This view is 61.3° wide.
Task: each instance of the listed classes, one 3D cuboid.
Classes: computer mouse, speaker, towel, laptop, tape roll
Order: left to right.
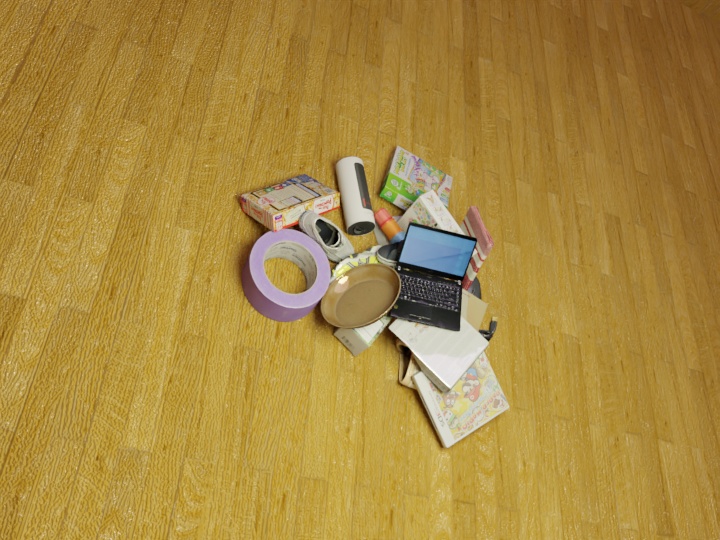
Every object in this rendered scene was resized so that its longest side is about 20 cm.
[{"bbox_3d":[-0.175,0.011,1.430,0.196,0.085,0.204,12,59,-20],"label":"tape roll"},{"bbox_3d":[-0.015,-0.197,1.620,0.080,0.081,0.204,1,64,-25],"label":"speaker"},{"bbox_3d":[0.173,0.016,1.420,0.174,0.104,0.204,13,62,-7],"label":"laptop"},{"bbox_3d":[0.283,-0.048,1.591,0.022,0.202,0.146,1,48,-18],"label":"towel"},{"bbox_3d":[0.319,0.092,1.648,0.138,0.046,0.203,21,57,-13],"label":"computer mouse"}]

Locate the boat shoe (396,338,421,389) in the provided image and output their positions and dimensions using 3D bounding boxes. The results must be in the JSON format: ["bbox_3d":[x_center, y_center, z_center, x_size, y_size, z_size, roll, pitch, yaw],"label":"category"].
[{"bbox_3d":[0.122,0.186,1.487,0.068,0.074,0.204,13,60,-25],"label":"boat shoe"}]

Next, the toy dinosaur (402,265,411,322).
[{"bbox_3d":[0.135,0.088,1.485,0.099,0.058,0.204,0,75,-24],"label":"toy dinosaur"}]

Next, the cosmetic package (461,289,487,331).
[{"bbox_3d":[0.237,0.154,1.539,0.104,0.071,0.203,29,66,-10],"label":"cosmetic package"}]

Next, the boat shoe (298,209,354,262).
[{"bbox_3d":[-0.071,-0.072,1.484,0.199,0.065,0.074,36,82,-44],"label":"boat shoe"}]

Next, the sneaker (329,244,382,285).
[{"bbox_3d":[0.000,0.000,1.526,0.198,0.076,0.077,-26,77,-32],"label":"sneaker"}]

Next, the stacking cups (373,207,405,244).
[{"bbox_3d":[0.108,-0.077,1.587,0.060,0.061,0.202,-27,79,-34],"label":"stacking cups"}]

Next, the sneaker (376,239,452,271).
[{"bbox_3d":[0.137,-0.055,1.501,0.196,0.081,0.079,5,36,10],"label":"sneaker"}]

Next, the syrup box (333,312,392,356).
[{"bbox_3d":[0.030,0.104,1.481,0.079,0.081,0.200,44,53,-3],"label":"syrup box"}]

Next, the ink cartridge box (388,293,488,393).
[{"bbox_3d":[0.182,0.162,1.439,0.200,0.047,0.160,43,64,12],"label":"ink cartridge box"}]

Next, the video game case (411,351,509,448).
[{"bbox_3d":[0.241,0.290,1.453,0.197,0.023,0.185,-25,88,-22],"label":"video game case"}]

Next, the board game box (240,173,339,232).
[{"bbox_3d":[-0.173,-0.171,1.501,0.198,0.047,0.151,-24,38,-33],"label":"board game box"}]

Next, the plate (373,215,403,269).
[{"bbox_3d":[0.141,-0.069,1.657,0.196,0.032,0.204,-6,68,-29],"label":"plate"}]

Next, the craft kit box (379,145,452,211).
[{"bbox_3d":[0.162,-0.239,1.730,0.195,0.049,0.202,25,46,-9],"label":"craft kit box"}]

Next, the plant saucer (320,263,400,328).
[{"bbox_3d":[0.004,0.066,1.404,0.202,0.197,0.036,-59,139,-35],"label":"plant saucer"}]

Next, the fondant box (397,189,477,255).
[{"bbox_3d":[0.194,-0.085,1.582,0.058,0.144,0.201,-30,81,-33],"label":"fondant box"}]
